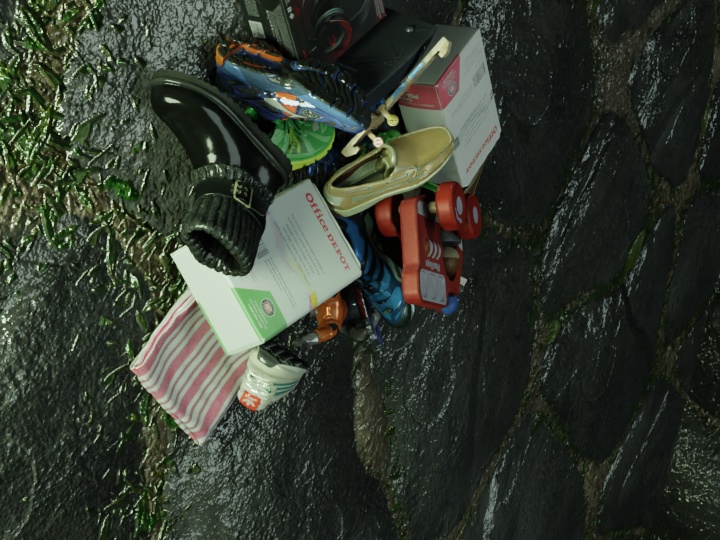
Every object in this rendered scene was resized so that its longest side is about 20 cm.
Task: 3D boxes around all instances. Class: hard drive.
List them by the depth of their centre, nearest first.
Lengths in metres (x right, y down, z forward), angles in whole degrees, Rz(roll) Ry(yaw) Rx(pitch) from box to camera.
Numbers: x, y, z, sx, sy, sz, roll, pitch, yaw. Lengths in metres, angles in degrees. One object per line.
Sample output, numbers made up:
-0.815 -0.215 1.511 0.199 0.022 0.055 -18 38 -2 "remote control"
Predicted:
-0.004 -0.271 1.423 0.200 0.135 0.042 -47 150 -33 "hard drive"

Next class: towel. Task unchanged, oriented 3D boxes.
-0.202 0.121 1.402 0.146 0.030 0.200 -56 143 -23 "towel"

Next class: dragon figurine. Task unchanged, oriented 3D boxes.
-0.014 -0.217 1.494 0.099 0.059 0.201 12 95 -57 "dragon figurine"

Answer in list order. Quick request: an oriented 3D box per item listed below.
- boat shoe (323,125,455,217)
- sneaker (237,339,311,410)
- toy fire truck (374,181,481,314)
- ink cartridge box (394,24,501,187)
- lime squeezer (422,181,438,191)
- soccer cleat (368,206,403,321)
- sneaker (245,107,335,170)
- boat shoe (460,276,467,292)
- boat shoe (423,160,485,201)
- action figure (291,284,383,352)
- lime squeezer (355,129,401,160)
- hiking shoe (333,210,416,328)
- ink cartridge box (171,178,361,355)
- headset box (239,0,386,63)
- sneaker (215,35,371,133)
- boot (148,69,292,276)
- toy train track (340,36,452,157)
0.042 -0.139 1.436 0.200 0.072 0.076 -34 160 -16 "boat shoe"
-0.119 0.143 1.424 0.093 0.070 0.200 -54 174 -3 "sneaker"
0.098 -0.026 1.515 0.200 0.112 0.168 19 68 -67 "toy fire truck"
0.134 -0.247 1.668 0.147 0.083 0.200 -55 143 -32 "ink cartridge box"
0.060 -0.129 1.579 0.200 0.071 0.038 7 129 -52 "lime squeezer"
0.051 -0.021 1.641 0.086 0.070 0.201 -74 160 -76 "soccer cleat"
-0.100 -0.171 1.377 0.200 0.074 0.084 -31 133 -45 "sneaker"
0.098 0.013 1.754 0.200 0.072 0.060 20 98 -53 "boat shoe"
0.139 -0.109 1.763 0.200 0.076 0.074 -59 150 -6 "boat shoe"
-0.044 0.026 1.564 0.193 0.104 0.201 3 74 -62 "action figure"
0.023 -0.170 1.604 0.200 0.038 0.071 -26 157 -48 "lime squeezer"
0.000 0.000 1.502 0.087 0.074 0.200 -36 97 -45 "hiking shoe"
-0.112 -0.007 1.370 0.200 0.087 0.146 -34 98 -42 "ink cartridge box"
-0.053 -0.346 1.364 0.200 0.075 0.149 -47 138 -33 "headset box"
-0.081 -0.211 1.310 0.079 0.200 0.075 117 -5 -49 "sneaker"
-0.174 -0.107 1.227 0.211 0.079 0.158 39 59 -28 "boot"
0.053 -0.217 1.426 0.200 0.033 0.115 -48 176 16 "toy train track"
